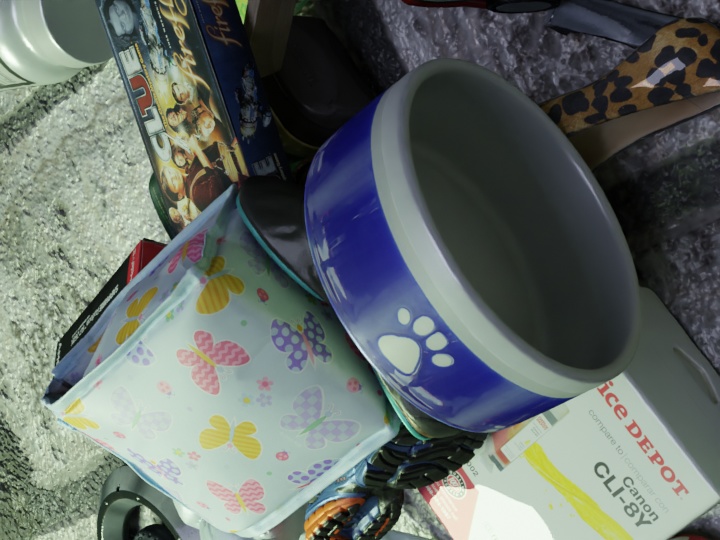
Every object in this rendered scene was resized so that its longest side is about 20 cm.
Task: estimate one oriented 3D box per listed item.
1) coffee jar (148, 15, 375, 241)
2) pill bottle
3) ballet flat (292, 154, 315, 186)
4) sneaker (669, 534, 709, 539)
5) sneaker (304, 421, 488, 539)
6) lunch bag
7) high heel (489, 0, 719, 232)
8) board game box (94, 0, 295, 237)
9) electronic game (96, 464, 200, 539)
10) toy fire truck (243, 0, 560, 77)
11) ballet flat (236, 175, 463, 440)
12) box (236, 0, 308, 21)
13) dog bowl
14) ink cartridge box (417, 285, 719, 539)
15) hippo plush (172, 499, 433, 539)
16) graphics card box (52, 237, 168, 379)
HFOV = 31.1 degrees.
[{"bbox_3d":[-0.074,-0.094,0.974,0.200,0.085,0.105,-45,66,38],"label":"coffee jar"},{"bbox_3d":[-0.296,-0.214,1.104,0.199,0.116,0.117,0,102,39],"label":"pill bottle"},{"bbox_3d":[0.006,-0.024,0.854,0.200,0.065,0.071,40,106,54],"label":"ballet flat"},{"bbox_3d":[0.166,0.263,0.857,0.078,0.115,0.200,43,127,21],"label":"sneaker"},{"bbox_3d":[0.014,0.113,0.874,0.200,0.075,0.079,-47,46,36],"label":"sneaker"},{"bbox_3d":[-0.090,0.071,0.841,0.169,0.127,0.200,38,122,-15],"label":"lunch bag"},{"bbox_3d":[0.154,-0.064,0.801,0.142,0.071,0.201,27,110,38],"label":"high heel"},{"bbox_3d":[-0.110,-0.107,0.885,0.135,0.035,0.201,-2,109,56],"label":"board game box"},{"bbox_3d":[-0.179,0.271,1.193,0.200,0.042,0.201,21,121,40],"label":"electronic game"},{"bbox_3d":[0.008,-0.191,0.822,0.200,0.176,0.129,1,93,52],"label":"toy fire truck"},{"bbox_3d":[0.011,0.008,0.774,0.068,0.068,0.200,-40,89,30],"label":"ballet flat"},{"bbox_3d":[-0.055,-0.280,0.939,0.200,0.036,0.145,-40,76,40],"label":"box"},{"bbox_3d":[0.066,-0.014,0.724,0.079,0.200,0.201,-33,81,35],"label":"dog bowl"},{"bbox_3d":[0.145,0.126,0.857,0.145,0.083,0.200,54,129,15],"label":"ink cartridge box"},{"bbox_3d":[-0.078,0.186,1.007,0.159,0.161,0.200,-39,77,39],"label":"hippo plush"},{"bbox_3d":[-0.157,0.052,1.038,0.200,0.125,0.051,-39,44,49],"label":"graphics card box"}]
